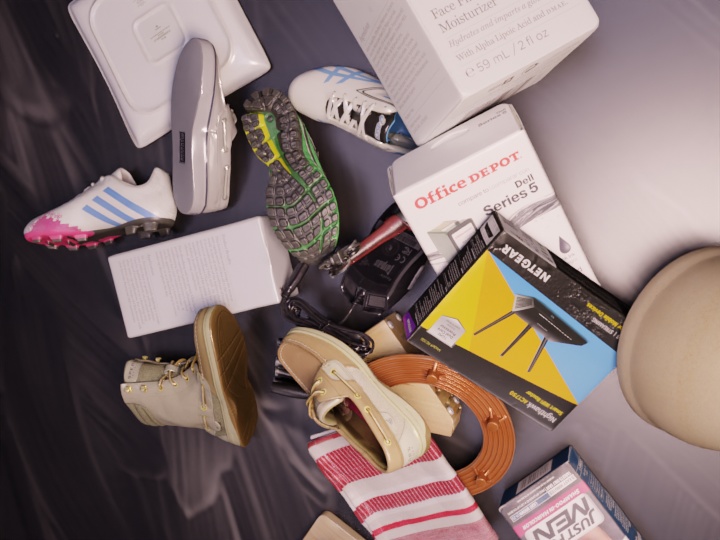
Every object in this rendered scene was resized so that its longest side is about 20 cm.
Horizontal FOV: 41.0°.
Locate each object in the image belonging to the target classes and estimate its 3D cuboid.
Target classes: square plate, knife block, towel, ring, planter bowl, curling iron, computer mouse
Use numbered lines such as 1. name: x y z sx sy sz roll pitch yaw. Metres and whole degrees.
1. square plate: -0.233 -0.278 1.138 0.199 0.028 0.199 -27 89 16
2. knife block: -0.006 0.137 1.107 0.175 0.064 0.201 -36 87 16
3. towel: 0.046 0.247 1.076 0.143 0.023 0.201 -23 111 29
4. ring: 0.069 0.177 1.048 0.199 0.019 0.202 9 124 13
5. planter bowl: 0.366 0.091 0.919 0.199 0.135 0.202 -6 109 -17
6. curling iron: 0.043 -0.050 1.044 0.199 0.050 0.026 -32 94 -5
7. computer mouse: 0.000 0.000 1.084 0.140 0.046 0.201 22 74 28

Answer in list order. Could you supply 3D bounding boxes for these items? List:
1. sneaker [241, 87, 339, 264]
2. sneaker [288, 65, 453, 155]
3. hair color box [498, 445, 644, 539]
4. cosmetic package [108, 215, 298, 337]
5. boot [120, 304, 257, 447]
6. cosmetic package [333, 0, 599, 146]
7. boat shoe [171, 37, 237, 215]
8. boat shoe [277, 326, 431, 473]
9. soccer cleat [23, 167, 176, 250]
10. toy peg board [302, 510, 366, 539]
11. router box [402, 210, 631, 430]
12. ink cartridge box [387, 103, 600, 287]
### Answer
1. sneaker: -0.066 -0.104 1.080 0.078 0.085 0.201 -18 82 13
2. sneaker: 0.009 -0.174 1.059 0.199 0.072 0.072 19 116 12
3. hair color box: 0.253 0.307 1.059 0.100 0.061 0.200 -39 86 16
4. cosmetic package: -0.185 0.006 1.135 0.199 0.071 0.102 -13 92 16
5. boot: -0.209 0.118 1.126 0.154 0.072 0.201 7 130 17
6. cosmetic package: 0.094 -0.264 0.954 0.164 0.165 0.201 -30 89 -14
7. boat shoe: -0.174 -0.164 1.110 0.072 0.065 0.202 17 109 50
8. boat shoe: -0.019 0.132 0.998 0.200 0.066 0.074 35 134 26
9. soccer cleat: -0.314 -0.076 1.170 0.198 0.070 0.087 -7 79 13
10. toy peg board: -0.028 0.432 1.129 0.199 0.098 0.200 36 104 8
11. router box: 0.165 0.055 0.968 0.199 0.051 0.149 32 111 -20
12. ink cartridge box: 0.136 -0.045 0.993 0.145 0.084 0.201 -27 115 12
